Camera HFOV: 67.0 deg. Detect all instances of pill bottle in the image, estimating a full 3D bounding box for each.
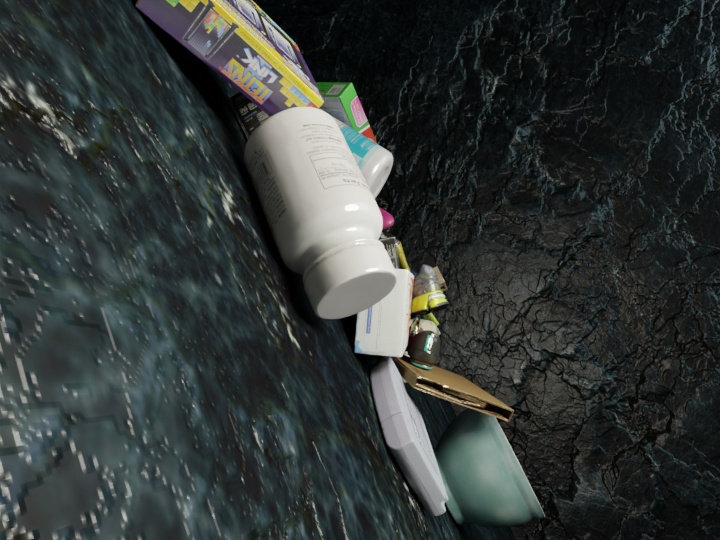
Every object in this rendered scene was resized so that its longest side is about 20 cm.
[{"bbox_3d":[-0.040,-0.059,0.565,0.202,0.113,0.114,66,5,24],"label":"pill bottle"},{"bbox_3d":[-0.051,-0.198,0.927,0.198,0.112,0.111,32,0,9],"label":"pill bottle"}]

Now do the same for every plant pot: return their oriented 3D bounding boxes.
[{"bbox_3d":[0.193,0.331,0.894,0.202,0.133,0.200,63,4,-7],"label":"plant pot"}]

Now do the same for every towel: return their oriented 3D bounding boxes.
[{"bbox_3d":[0.106,0.019,1.161,0.202,0.023,0.144,64,-1,-8],"label":"towel"}]

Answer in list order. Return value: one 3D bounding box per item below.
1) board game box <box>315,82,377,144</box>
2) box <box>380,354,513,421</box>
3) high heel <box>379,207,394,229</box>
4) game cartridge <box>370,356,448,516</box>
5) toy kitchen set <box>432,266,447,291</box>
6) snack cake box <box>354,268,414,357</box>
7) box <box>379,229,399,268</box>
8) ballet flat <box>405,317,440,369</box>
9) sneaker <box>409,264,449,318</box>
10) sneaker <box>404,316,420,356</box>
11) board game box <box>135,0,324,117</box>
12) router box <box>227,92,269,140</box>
[{"bbox_3d":[-0.045,-0.251,1.011,0.152,0.041,0.201,17,-31,37],"label":"board game box"},{"bbox_3d":[0.130,0.178,0.867,0.161,0.022,0.200,21,-2,-11],"label":"box"},{"bbox_3d":[-0.019,-0.140,1.097,0.198,0.067,0.097,16,-45,36],"label":"high heel"},{"bbox_3d":[0.057,0.202,0.715,0.200,0.040,0.135,-104,170,-70],"label":"game cartridge"},{"bbox_3d":[0.144,0.111,1.297,0.202,0.179,0.163,66,7,26],"label":"toy kitchen set"},{"bbox_3d":[0.040,0.058,0.805,0.200,0.066,0.117,23,71,-82],"label":"snack cake box"},{"bbox_3d":[0.048,0.015,1.126,0.193,0.047,0.203,-114,-165,-74],"label":"box"},{"bbox_3d":[0.110,0.121,0.937,0.200,0.067,0.070,162,-58,-88],"label":"ballet flat"},{"bbox_3d":[0.076,0.045,0.967,0.073,0.199,0.082,1,76,-39],"label":"sneaker"},{"bbox_3d":[0.120,0.146,1.156,0.077,0.080,0.202,50,29,-36],"label":"sneaker"},{"bbox_3d":[-0.140,-0.260,0.584,0.199,0.057,0.167,34,25,-41],"label":"board game box"},{"bbox_3d":[-0.102,-0.167,0.782,0.151,0.062,0.200,62,5,1],"label":"router box"}]
